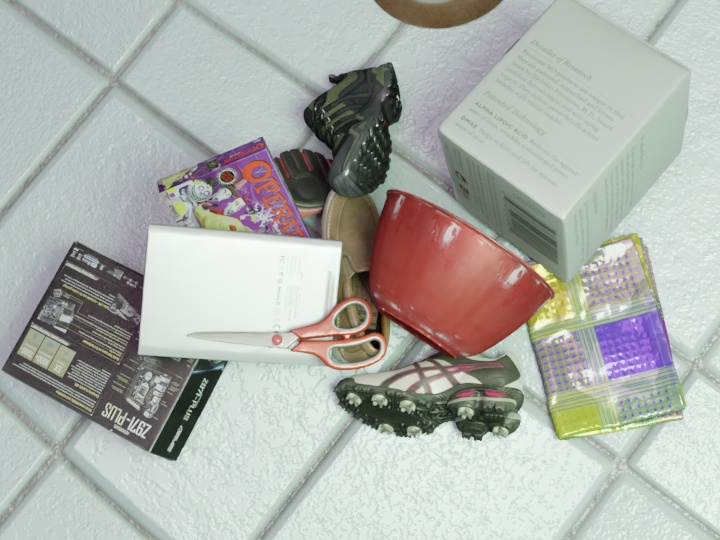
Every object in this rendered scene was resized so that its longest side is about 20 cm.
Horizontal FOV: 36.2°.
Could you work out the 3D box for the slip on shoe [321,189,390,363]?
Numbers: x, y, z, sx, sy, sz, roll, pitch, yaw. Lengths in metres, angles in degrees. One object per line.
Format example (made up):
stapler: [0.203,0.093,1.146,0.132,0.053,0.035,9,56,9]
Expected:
slip on shoe: [0.000,0.000,1.183,0.075,0.060,0.202,9,75,-29]

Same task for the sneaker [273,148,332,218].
sneaker: [-0.106,-0.078,1.237,0.198,0.087,0.074,-14,72,-19]

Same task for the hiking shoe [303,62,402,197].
hiking shoe: [-0.017,-0.151,1.222,0.100,0.076,0.201,-2,43,20]

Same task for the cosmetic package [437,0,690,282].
cosmetic package: [0.211,-0.134,1.133,0.165,0.165,0.200,38,79,23]

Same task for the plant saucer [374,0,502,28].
plant saucer: [0.095,-0.385,1.306,0.198,0.035,0.202,-3,73,10]

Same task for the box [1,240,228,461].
box: [-0.257,0.088,1.206,0.199,0.086,0.165,24,79,16]

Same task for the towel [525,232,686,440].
towel: [0.250,0.068,1.155,0.142,0.023,0.202,-11,73,6]

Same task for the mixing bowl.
mixing bowl: [0.083,0.017,1.108,0.199,0.200,0.109,31,84,17]

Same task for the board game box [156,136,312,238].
board game box: [-0.118,-0.038,1.165,0.119,0.201,0.032,-25,42,0]

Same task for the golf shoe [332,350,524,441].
golf shoe: [0.073,0.125,1.156,0.198,0.078,0.089,3,49,13]

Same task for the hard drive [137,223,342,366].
hard drive: [-0.124,0.027,1.134,0.198,0.027,0.133,5,96,-13]

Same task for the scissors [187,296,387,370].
scissors: [-0.072,0.077,1.121,0.198,0.014,0.074,-11,84,-10]
